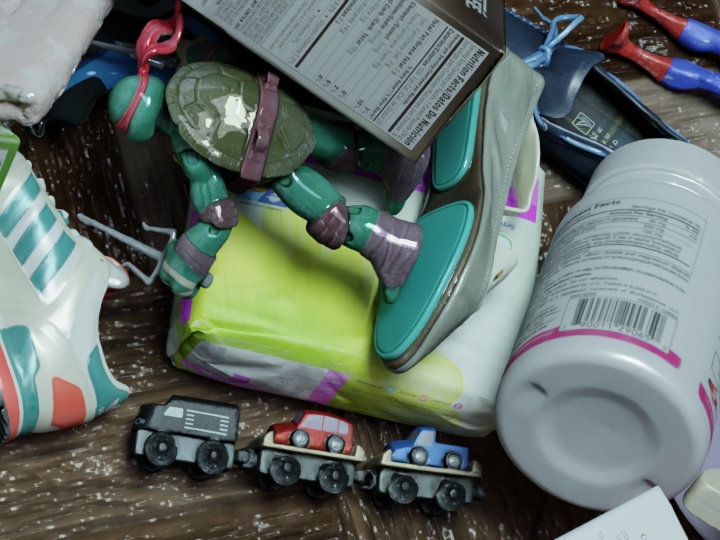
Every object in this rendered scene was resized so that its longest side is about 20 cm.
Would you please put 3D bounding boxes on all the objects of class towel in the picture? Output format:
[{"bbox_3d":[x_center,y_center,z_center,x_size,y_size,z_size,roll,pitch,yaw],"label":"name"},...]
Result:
[{"bbox_3d":[-0.216,-0.152,1.280,0.190,0.032,0.200,10,42,12],"label":"towel"}]

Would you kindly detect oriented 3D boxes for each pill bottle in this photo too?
[{"bbox_3d":[0.148,0.024,1.333,0.113,0.113,0.200,32,42,-7],"label":"pill bottle"}]

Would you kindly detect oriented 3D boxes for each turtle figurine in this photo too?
[{"bbox_3d":[-0.064,-0.058,1.271,0.199,0.101,0.150,19,66,-14],"label":"turtle figurine"}]

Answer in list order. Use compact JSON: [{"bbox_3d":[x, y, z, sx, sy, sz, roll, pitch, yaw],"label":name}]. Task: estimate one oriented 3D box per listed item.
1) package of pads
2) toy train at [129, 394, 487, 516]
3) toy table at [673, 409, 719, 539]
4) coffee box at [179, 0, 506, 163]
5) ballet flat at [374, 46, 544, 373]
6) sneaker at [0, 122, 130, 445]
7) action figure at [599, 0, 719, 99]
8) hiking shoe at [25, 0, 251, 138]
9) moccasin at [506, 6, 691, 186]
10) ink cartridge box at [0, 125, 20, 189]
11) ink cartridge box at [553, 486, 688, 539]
[{"bbox_3d":[0.000,0.000,1.357,0.199,0.068,0.155,13,67,-15],"label":"package of pads"},{"bbox_3d":[-0.026,0.097,1.330,0.199,0.034,0.046,10,74,-16],"label":"toy train"},{"bbox_3d":[0.255,0.141,1.340,0.199,0.184,0.117,20,24,-5],"label":"toy table"},{"bbox_3d":[-0.026,-0.158,1.269,0.200,0.080,0.113,34,23,-14],"label":"coffee box"},{"bbox_3d":[0.062,-0.029,1.319,0.064,0.067,0.201,28,63,-29],"label":"ballet flat"},{"bbox_3d":[-0.175,-0.010,1.301,0.093,0.070,0.201,-7,76,-29],"label":"sneaker"},{"bbox_3d":[0.253,-0.118,1.479,0.200,0.099,0.065,29,64,-11],"label":"action figure"},{"bbox_3d":[-0.099,-0.127,1.377,0.199,0.074,0.087,-9,101,-25],"label":"hiking shoe"},{"bbox_3d":[0.122,-0.108,1.439,0.200,0.068,0.081,32,64,-5],"label":"moccasin"},{"bbox_3d":[-0.285,-0.040,1.171,0.199,0.076,0.148,25,94,8],"label":"ink cartridge box"},{"bbox_3d":[0.098,0.186,1.252,0.175,0.200,0.084,-25,80,-25],"label":"ink cartridge box"}]
